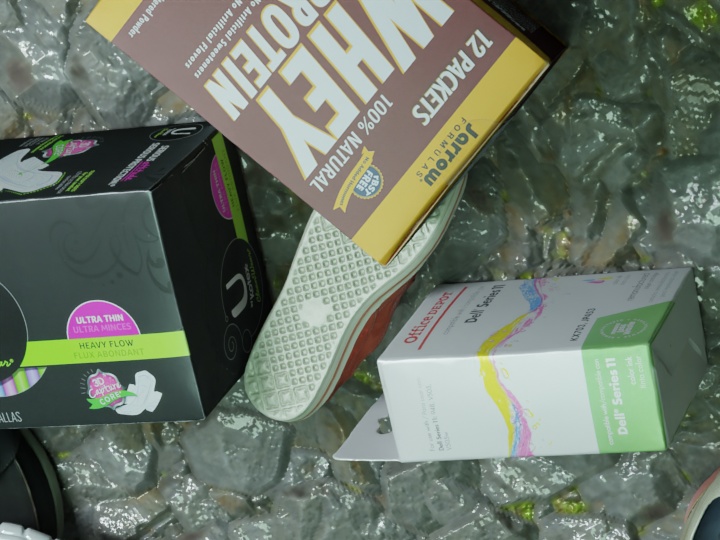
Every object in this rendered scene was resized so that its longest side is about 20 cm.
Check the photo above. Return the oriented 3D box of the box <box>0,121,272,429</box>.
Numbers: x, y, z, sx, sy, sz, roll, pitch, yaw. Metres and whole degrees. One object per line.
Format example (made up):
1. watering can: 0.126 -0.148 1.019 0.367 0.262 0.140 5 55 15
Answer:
1. box: -0.172 0.004 1.550 0.200 0.124 0.149 -4 111 23

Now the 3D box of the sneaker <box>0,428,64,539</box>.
1. sneaker: -0.265 0.118 1.643 0.075 0.106 0.200 -19 105 26

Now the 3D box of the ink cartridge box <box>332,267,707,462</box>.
1. ink cartridge box: 0.086 0.054 1.478 0.200 0.117 0.067 -5 110 22

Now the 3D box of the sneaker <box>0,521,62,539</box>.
1. sneaker: -0.189 0.219 1.644 0.200 0.080 0.074 15 144 -2

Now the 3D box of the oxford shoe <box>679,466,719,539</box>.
1. oxford shoe: 0.245 0.109 1.467 0.071 0.074 0.200 31 120 5

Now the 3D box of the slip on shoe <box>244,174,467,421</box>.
1. slip on shoe: 0.000 0.000 1.524 0.074 0.061 0.200 35 107 17

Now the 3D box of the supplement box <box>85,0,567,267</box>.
1. supplement box: -0.011 -0.125 1.369 0.197 0.200 0.133 39 100 0
